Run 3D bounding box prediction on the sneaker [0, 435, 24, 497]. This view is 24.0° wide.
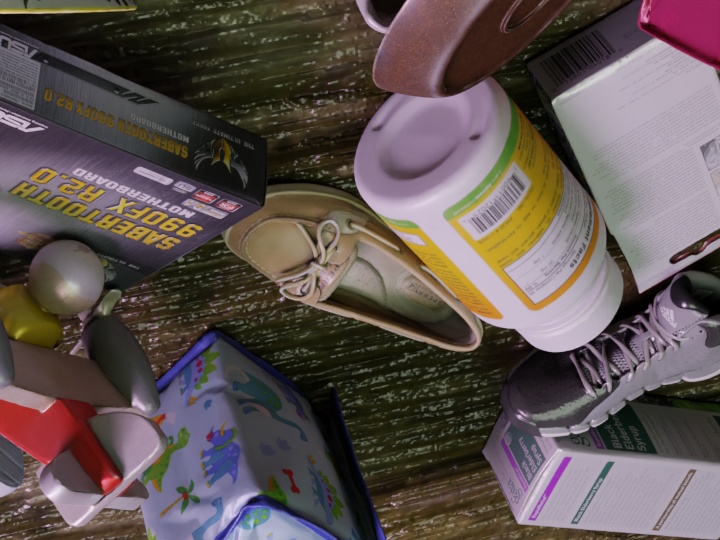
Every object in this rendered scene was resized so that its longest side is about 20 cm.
[{"bbox_3d":[-0.301,0.087,1.087,0.071,0.073,0.200,-29,127,22],"label":"sneaker"}]

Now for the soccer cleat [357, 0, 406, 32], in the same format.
[{"bbox_3d":[0.053,-0.223,0.946,0.069,0.078,0.201,21,120,-11],"label":"soccer cleat"}]

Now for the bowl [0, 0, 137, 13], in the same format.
[{"bbox_3d":[-0.213,-0.178,0.847,0.200,0.201,0.095,-3,100,-19],"label":"bowl"}]

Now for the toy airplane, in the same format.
[{"bbox_3d":[-0.187,0.052,0.988,0.198,0.200,0.142,29,91,-20],"label":"toy airplane"}]

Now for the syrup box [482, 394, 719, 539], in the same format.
[{"bbox_3d":[0.205,0.149,1.320,0.199,0.079,0.082,10,123,-28],"label":"syrup box"}]

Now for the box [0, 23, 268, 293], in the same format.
[{"bbox_3d":[-0.178,-0.060,0.973,0.199,0.049,0.158,22,147,-34],"label":"box"}]

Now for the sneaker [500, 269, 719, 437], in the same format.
[{"bbox_3d":[0.197,0.047,1.222,0.199,0.075,0.116,-20,155,-18],"label":"sneaker"}]

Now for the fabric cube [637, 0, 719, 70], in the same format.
[{"bbox_3d":[0.300,-0.209,0.968,0.198,0.200,0.197,-4,114,-19],"label":"fabric cube"}]

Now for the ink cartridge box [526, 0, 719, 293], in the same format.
[{"bbox_3d":[0.197,-0.085,1.149,0.109,0.050,0.200,-30,133,2],"label":"ink cartridge box"}]

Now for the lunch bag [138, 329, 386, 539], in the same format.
[{"bbox_3d":[-0.052,0.163,1.170,0.127,0.170,0.200,-38,131,15],"label":"lunch bag"}]

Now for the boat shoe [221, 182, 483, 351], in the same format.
[{"bbox_3d":[-0.001,0.002,1.131,0.200,0.063,0.073,26,115,-35],"label":"boat shoe"}]

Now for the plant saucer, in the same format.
[{"bbox_3d":[0.090,-0.166,0.971,0.200,0.035,0.200,-41,169,-10],"label":"plant saucer"}]

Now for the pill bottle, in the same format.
[{"bbox_3d":[0.092,-0.032,1.109,0.111,0.111,0.200,-37,131,10],"label":"pill bottle"}]
